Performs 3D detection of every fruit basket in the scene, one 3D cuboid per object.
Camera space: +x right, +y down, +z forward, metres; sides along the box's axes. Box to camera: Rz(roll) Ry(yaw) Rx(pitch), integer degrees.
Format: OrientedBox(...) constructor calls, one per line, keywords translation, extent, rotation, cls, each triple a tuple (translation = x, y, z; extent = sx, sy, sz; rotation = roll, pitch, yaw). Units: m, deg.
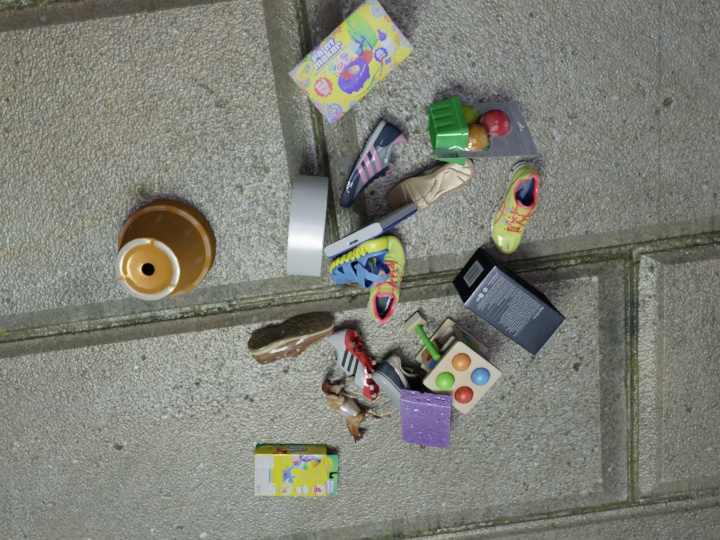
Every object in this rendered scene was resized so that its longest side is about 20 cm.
OrientedBox(translation=(0.236, -0.275, 1.267), extent=(0.198, 0.186, 0.094), rotation=(0, 137, -7), cls="fruit basket")

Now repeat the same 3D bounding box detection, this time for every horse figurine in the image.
OrientedBox(translation=(-0.026, 0.311, 1.465), extent=(0.200, 0.050, 0.132), rotation=(46, 137, -17), cls="horse figurine")

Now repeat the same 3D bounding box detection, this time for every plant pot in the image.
OrientedBox(translation=(-0.409, -0.029, 1.294), extent=(0.198, 0.183, 0.203), rotation=(-1, 106, -2), cls="plant pot")

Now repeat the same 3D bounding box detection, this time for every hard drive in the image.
OrientedBox(translation=(0.025, -0.083, 1.271), extent=(0.131, 0.200, 0.026), rotation=(-24, 95, 29), cls="hard drive")

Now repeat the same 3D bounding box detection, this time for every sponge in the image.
OrientedBox(translation=(0.146, 0.333, 1.410), extent=(0.110, 0.030, 0.201), rotation=(5, 140, 10), cls="sponge")

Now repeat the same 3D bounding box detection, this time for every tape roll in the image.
OrientedBox(translation=(-0.106, -0.090, 1.283), extent=(0.070, 0.203, 0.205), rotation=(4, 106, -4), cls="tape roll")

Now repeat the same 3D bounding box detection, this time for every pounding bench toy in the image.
OrientedBox(translation=(0.185, 0.190, 1.399), extent=(0.199, 0.156, 0.125), rotation=(37, 102, -12), cls="pounding bench toy")

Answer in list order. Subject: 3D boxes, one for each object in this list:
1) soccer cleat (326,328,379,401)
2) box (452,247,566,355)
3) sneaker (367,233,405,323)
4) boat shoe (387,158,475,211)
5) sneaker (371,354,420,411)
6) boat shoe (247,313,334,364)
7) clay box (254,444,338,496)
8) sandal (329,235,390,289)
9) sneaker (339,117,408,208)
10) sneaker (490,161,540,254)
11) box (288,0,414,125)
OrientedBox(translation=(-0.012, 0.215, 1.450), extent=(0.084, 0.069, 0.201), rotation=(-4, 125, 32), cls="soccer cleat")
OrientedBox(translation=(0.316, 0.064, 1.373), extent=(0.199, 0.149, 0.107), rotation=(34, 103, -11), cls="box")
OrientedBox(translation=(0.059, 0.023, 1.372), extent=(0.077, 0.090, 0.202), rotation=(3, 105, -2), cls="sneaker")
OrientedBox(translation=(0.151, -0.182, 1.337), extent=(0.199, 0.065, 0.072), rotation=(-27, 98, 24), cls="boat shoe")
OrientedBox(translation=(0.108, 0.276, 1.460), extent=(0.080, 0.078, 0.201), rotation=(-50, 125, -21), cls="sneaker")
OrientedBox(translation=(-0.150, 0.155, 1.424), extent=(0.198, 0.072, 0.068), rotation=(-19, 127, -1), cls="boat shoe")
OrientedBox(translation=(-0.154, 0.480, 1.526), extent=(0.198, 0.048, 0.116), rotation=(2, 106, -4), cls="clay box")
OrientedBox(translation=(0.000, 0.000, 1.325), extent=(0.079, 0.200, 0.088), rotation=(-14, 81, -30), cls="sandal")
OrientedBox(translation=(0.027, -0.208, 1.320), extent=(0.081, 0.070, 0.201), rotation=(27, 105, -7), cls="sneaker")
OrientedBox(translation=(0.331, -0.127, 1.348), extent=(0.077, 0.090, 0.202), rotation=(8, 107, -6), cls="sneaker")
OrientedBox(translation=(-0.021, -0.393, 1.200), extent=(0.200, 0.193, 0.122), rotation=(-40, 104, 9), cls="box")
